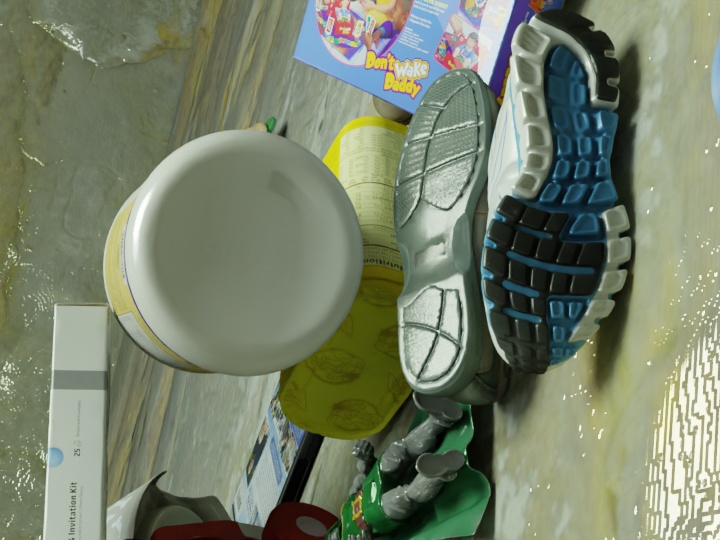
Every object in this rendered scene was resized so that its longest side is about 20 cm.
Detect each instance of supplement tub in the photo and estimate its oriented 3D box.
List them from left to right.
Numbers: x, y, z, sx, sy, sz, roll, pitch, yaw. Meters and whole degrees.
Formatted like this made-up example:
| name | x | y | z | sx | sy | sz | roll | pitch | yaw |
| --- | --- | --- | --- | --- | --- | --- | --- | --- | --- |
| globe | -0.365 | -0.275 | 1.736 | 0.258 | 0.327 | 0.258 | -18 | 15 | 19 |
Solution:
| name | x | y | z | sx | sy | sz | roll | pitch | yaw |
| --- | --- | --- | --- | --- | --- | --- | --- | --- | --- |
| supplement tub | -0.091 | -0.005 | 0.779 | 0.200 | 0.143 | 0.148 | 167 | 117 | -72 |

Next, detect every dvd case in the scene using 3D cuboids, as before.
| name | x | y | z | sx | sy | sz | roll | pitch | yaw |
| --- | --- | --- | --- | --- | --- | --- | --- | --- | --- |
| dvd case | -0.075 | 0.175 | 1.094 | 0.143 | 0.017 | 0.202 | -115 | 44 | -65 |

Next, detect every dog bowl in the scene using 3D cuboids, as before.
| name | x | y | z | sx | sy | sz | roll | pitch | yaw |
| --- | --- | --- | --- | --- | --- | --- | --- | --- | --- |
| dog bowl | -0.151 | 0.267 | 0.963 | 0.058 | 0.201 | 0.202 | -20 | 41 | 16 |

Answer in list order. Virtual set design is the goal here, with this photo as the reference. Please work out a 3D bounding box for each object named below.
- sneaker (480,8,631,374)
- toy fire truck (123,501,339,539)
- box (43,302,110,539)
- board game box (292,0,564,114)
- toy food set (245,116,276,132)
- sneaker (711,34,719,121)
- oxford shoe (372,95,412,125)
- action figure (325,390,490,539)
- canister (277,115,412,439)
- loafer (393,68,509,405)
| name | x | y | z | sx | sy | sz | roll | pitch | yaw |
| --- | --- | --- | --- | --- | --- | --- | --- | --- | --- |
| sneaker | 0.099 | -0.033 | 0.639 | 0.087 | 0.074 | 0.203 | 109 | 173 | -64 |
| toy fire truck | -0.094 | 0.237 | 0.833 | 0.200 | 0.166 | 0.113 | -112 | 42 | -65 |
| box | -0.190 | 0.147 | 0.806 | 0.156 | 0.041 | 0.203 | 111 | 156 | -60 |
| board game box | 0.044 | -0.179 | 0.805 | 0.199 | 0.044 | 0.136 | 33 | 112 | 44 |
| toy food set | -0.146 | -0.099 | 1.533 | 0.199 | 0.048 | 0.202 | -105 | 33 | -61 |
| sneaker | 0.183 | -0.145 | 0.449 | 0.078 | 0.069 | 0.203 | 159 | 119 | -65 |
| oxford shoe | 0.048 | -0.196 | 0.884 | 0.075 | 0.070 | 0.202 | -26 | -35 | -55 |
| action figure | 0.018 | 0.144 | 0.757 | 0.201 | 0.054 | 0.120 | 120 | 156 | -52 |
| canister | 0.000 | 0.000 | 0.885 | 0.202 | 0.085 | 0.149 | -89 | 23 | -46 |
| loafer | 0.061 | -0.019 | 0.707 | 0.071 | 0.063 | 0.203 | -13 | 63 | 41 |
